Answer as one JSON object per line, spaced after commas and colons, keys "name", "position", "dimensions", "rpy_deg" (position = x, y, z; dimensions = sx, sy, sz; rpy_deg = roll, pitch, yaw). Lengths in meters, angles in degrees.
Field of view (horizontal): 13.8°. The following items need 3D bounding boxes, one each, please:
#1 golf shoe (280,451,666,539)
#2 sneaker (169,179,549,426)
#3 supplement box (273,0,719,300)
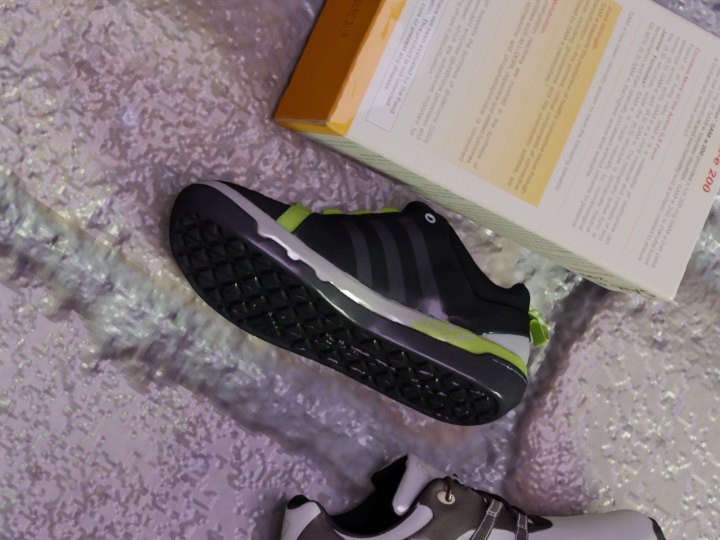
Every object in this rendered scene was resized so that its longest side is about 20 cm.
{"name": "golf shoe", "position": [0.054, 0.128, 1.404], "dimensions": [0.200, 0.078, 0.095], "rpy_deg": [-12, 97, -23]}
{"name": "sneaker", "position": [0.000, 0.000, 1.390], "dimensions": [0.200, 0.072, 0.083], "rpy_deg": [31, 58, -23]}
{"name": "supplement box", "position": [0.077, -0.083, 1.399], "dimensions": [0.200, 0.074, 0.126], "rpy_deg": [27, 83, -22]}
